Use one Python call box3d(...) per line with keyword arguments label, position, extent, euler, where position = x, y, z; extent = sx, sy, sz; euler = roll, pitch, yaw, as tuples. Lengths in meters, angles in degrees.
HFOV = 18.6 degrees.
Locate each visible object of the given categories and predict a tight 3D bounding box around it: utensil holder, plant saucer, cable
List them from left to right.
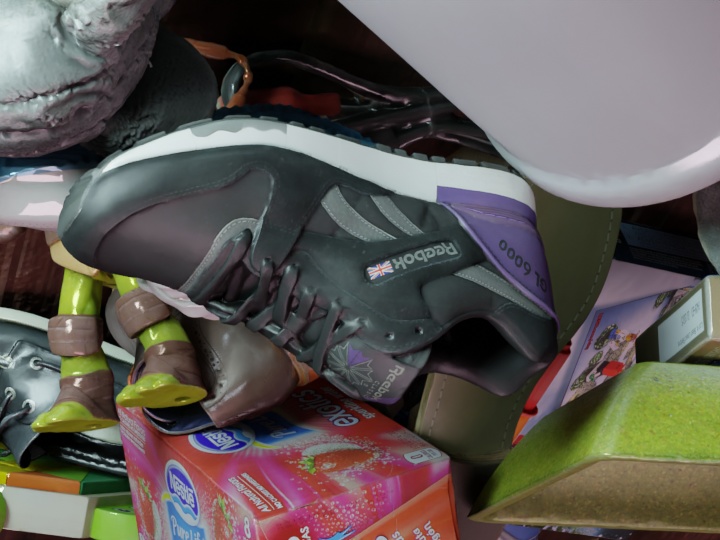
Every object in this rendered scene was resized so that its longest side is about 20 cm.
box3d(label="cable", position=(0.010, -0.073, 1.018), extent=(0.199, 0.050, 0.098), euler=(-19, 111, -13))
box3d(label="utensil holder", position=(0.065, -0.141, 0.796), extent=(0.169, 0.171, 0.200), euler=(-25, 142, 26))
box3d(label="plant saucer", position=(0.166, 0.080, 0.976), extent=(0.198, 0.048, 0.200), euler=(4, 165, -12))

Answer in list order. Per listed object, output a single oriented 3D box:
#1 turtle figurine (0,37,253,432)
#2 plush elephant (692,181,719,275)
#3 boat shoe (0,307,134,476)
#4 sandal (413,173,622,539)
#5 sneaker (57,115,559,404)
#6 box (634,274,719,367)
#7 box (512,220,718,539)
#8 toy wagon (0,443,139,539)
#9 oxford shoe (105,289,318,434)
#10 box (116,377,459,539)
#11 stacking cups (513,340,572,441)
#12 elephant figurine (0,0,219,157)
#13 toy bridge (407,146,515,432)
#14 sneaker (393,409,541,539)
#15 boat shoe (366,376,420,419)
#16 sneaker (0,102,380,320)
box3d(label="turtle figurine", position=(-0.127, -0.011, 0.990), extent=(0.199, 0.162, 0.064), euler=(-14, 167, 16))
box3d(label="plush elephant", position=(0.202, -0.051, 0.977), extent=(0.164, 0.156, 0.200), euler=(-7, 149, -2))
box3d(label="boat shoe", position=(-0.161, 0.074, 1.149), extent=(0.198, 0.066, 0.075), euler=(17, 141, -11))
box3d(label="sandal", position=(0.056, 0.031, 1.057), extent=(0.077, 0.070, 0.213), euler=(12, 102, -27))
box3d(label="sneaker", position=(-0.010, 0.002, 0.806), extent=(0.199, 0.088, 0.076), euler=(4, 146, -28))
box3d(label="box", position=(0.230, 0.032, 0.949), extent=(0.199, 0.033, 0.121), euler=(0, 165, -7))
box3d(label="box", position=(0.136, 0.064, 1.213), extent=(0.136, 0.038, 0.200), euler=(11, 128, -29))
box3d(label="toy wagon", position=(-0.178, 0.122, 1.190), extent=(0.199, 0.040, 0.155), euler=(10, -179, 23))
box3d(label="oxford shoe", position=(-0.090, 0.035, 1.059), extent=(0.071, 0.073, 0.200), euler=(56, 160, -17))
box3d(label="box", position=(-0.036, 0.116, 1.046), extent=(0.099, 0.200, 0.096), euler=(-15, 108, -20))
box3d(label="stacking cups", position=(0.042, 0.109, 1.133), extent=(0.060, 0.061, 0.200), euler=(23, 109, -41))
box3d(label="elephant figurine", position=(-0.108, -0.096, 0.789), extent=(0.155, 0.201, 0.141), euler=(-27, 144, 28))
box3d(label="toy bridge", position=(0.062, 0.006, 1.128), extent=(0.067, 0.027, 0.201), euler=(-35, 147, -34))
box3d(label="sneaker", position=(0.037, 0.106, 1.293), extent=(0.200, 0.076, 0.077), euler=(31, 94, -35))
box3d(label="boat shoe", position=(0.000, 0.000, 1.128), extent=(0.063, 0.072, 0.200), euler=(-47, 148, -20))
box3d(label="sneaker", position=(-0.075, -0.022, 0.878), extent=(0.199, 0.076, 0.081), euler=(0, 111, -42))
